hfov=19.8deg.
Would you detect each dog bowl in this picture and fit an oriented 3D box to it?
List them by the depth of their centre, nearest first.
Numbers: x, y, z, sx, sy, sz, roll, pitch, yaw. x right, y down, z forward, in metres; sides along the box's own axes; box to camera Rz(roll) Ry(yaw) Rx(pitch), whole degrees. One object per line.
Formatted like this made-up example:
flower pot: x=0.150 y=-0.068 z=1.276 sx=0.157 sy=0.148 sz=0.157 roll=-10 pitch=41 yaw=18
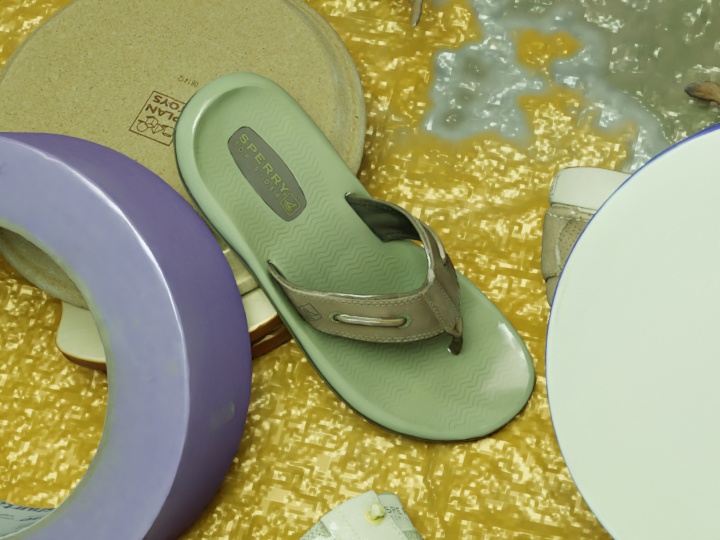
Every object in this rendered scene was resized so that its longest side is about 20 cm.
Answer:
dog bowl: x=0.176 y=0.035 z=0.817 sx=0.199 sy=0.079 sz=0.201 roll=2 pitch=96 yaw=16

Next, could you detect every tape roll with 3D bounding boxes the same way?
tape roll: x=-0.151 y=0.042 z=0.862 sx=0.199 sy=0.085 sz=0.201 roll=1 pitch=94 yaw=14

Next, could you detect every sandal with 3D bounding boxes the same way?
sandal: x=-0.001 y=0.000 z=0.876 sx=0.201 sy=0.057 sz=0.080 roll=45 pitch=70 yaw=-18

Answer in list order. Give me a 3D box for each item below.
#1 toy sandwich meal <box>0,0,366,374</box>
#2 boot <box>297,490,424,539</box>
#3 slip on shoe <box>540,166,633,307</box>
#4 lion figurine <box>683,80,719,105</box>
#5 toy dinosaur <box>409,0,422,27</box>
toy sandwich meal: x=-0.084 y=-0.047 z=0.953 sx=0.204 sy=0.070 sz=0.206 roll=-4 pitch=61 yaw=7
boot: x=0.052 y=0.151 z=0.838 sx=0.199 sy=0.072 sz=0.155 roll=-28 pitch=62 yaw=-5
slip on shoe: x=0.175 y=0.000 z=0.888 sx=0.199 sy=0.076 sz=0.061 roll=10 pitch=81 yaw=12
lion figurine: x=0.253 y=-0.060 z=0.915 sx=0.199 sy=0.072 sz=0.123 roll=-17 pitch=73 yaw=16
toy dinosaur: x=-0.015 y=-0.163 z=0.999 sx=0.199 sy=0.060 sz=0.107 roll=17 pitch=72 yaw=38
